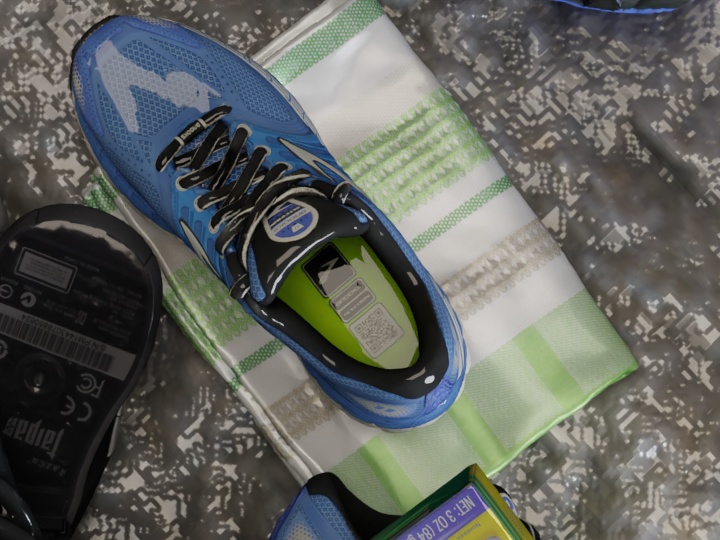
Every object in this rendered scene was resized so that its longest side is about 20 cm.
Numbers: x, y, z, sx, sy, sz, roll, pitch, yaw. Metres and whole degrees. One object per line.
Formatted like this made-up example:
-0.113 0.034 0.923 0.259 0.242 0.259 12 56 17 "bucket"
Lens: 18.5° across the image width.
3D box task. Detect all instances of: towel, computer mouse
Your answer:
0.000 0.000 0.904 0.149 0.031 0.200 -36 85 -4 "towel"
-0.161 0.057 0.877 0.140 0.046 0.201 16 103 -2 "computer mouse"

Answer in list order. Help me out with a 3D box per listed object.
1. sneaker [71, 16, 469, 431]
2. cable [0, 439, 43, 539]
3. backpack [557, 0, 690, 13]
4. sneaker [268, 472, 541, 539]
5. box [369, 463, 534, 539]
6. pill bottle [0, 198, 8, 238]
-0.031 -0.025 0.842 0.200 0.089 0.079 44 83 3 "sneaker"
-0.205 0.134 0.854 0.199 0.051 0.164 -23 113 13 "cable"
0.106 -0.210 0.867 0.162 0.168 0.201 13 115 5 "backpack"
0.056 0.134 0.852 0.199 0.079 0.089 21 99 -6 "sneaker"
0.055 0.185 0.800 0.117 0.048 0.200 -38 92 7 "box"
-0.234 -0.071 0.865 0.116 0.116 0.200 -32 85 -4 "pill bottle"
